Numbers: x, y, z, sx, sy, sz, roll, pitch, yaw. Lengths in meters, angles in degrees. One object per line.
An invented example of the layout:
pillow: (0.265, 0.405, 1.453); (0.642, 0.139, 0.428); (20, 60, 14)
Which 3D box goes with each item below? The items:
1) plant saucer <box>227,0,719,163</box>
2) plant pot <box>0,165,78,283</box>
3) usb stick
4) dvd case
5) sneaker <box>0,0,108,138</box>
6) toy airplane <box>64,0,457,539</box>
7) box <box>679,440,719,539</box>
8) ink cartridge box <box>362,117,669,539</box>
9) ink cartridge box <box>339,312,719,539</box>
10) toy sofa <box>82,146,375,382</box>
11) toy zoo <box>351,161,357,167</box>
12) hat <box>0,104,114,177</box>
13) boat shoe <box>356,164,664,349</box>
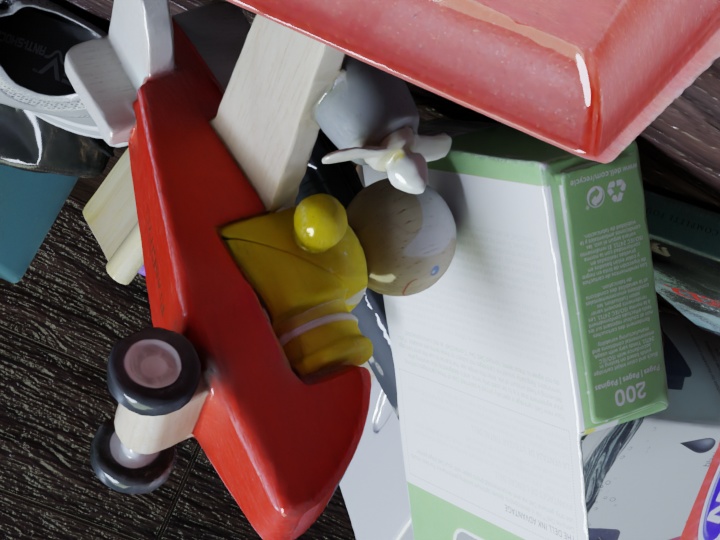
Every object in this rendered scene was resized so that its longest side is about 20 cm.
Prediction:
plant saucer: (-0.013, -0.093, 0.397); (0.199, 0.037, 0.200); (24, 177, 2)
plant pot: (-0.329, -0.110, 1.287); (0.141, 0.142, 0.200); (21, 168, 34)
usb stick: (0.000, 0.000, 0.769); (0.201, 0.033, 0.055); (61, 157, -3)
dvd case: (0.186, 0.016, 0.739); (0.145, 0.022, 0.200); (22, 176, 31)
sneaker: (-0.201, -0.127, 0.871); (0.199, 0.075, 0.082); (13, 171, -9)
toy airplane: (-0.035, -0.021, 0.635); (0.140, 0.200, 0.200); (-2, -167, -16)
box: (0.147, 0.072, 0.429); (0.102, 0.201, 0.095); (23, 174, -9)
ink cartridge box: (0.061, 0.045, 0.674); (0.048, 0.201, 0.145); (-15, -166, -25)
ink cartridge box: (0.106, 0.092, 0.889); (0.199, 0.145, 0.085); (9, -139, -27)
toy sofa: (-0.035, 0.000, 0.875); (0.200, 0.083, 0.098); (28, -162, -41)
toy zoo: (-0.021, -0.061, 0.941); (0.131, 0.021, 0.200); (21, 175, 30)
hat: (-0.201, -0.099, 1.013); (0.200, 0.081, 0.201); (25, -178, -1)
boat shoe: (0.074, -0.006, 0.777); (0.073, 0.075, 0.200); (6, -155, -40)
